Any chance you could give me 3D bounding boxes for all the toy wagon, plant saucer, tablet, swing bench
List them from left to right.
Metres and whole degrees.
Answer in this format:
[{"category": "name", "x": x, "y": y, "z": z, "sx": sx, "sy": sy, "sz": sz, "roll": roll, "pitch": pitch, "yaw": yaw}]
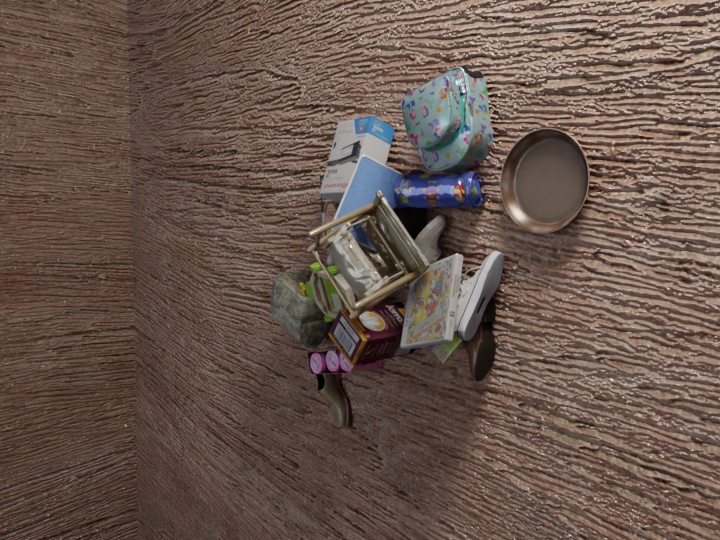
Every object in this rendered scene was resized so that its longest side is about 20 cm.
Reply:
[{"category": "toy wagon", "x": -0.084, "y": 0.055, "z": 1.550, "sx": 0.199, "sy": 0.039, "sz": 0.156, "roll": 13, "pitch": 123, "yaw": 51}, {"category": "swing bench", "x": 0.015, "y": -0.033, "z": 1.364, "sx": 0.200, "sy": 0.199, "sz": 0.130, "roll": 57, "pitch": 167, "yaw": 10}, {"category": "tablet", "x": 0.021, "y": -0.161, "z": 1.463, "sx": 0.201, "sy": 0.130, "sz": 0.014, "roll": -68, "pitch": 13, "yaw": -7}, {"category": "plant saucer", "x": 0.360, "y": -0.173, "z": 1.194, "sx": 0.200, "sy": 0.032, "sz": 0.202, "roll": 9, "pitch": 102, "yaw": 50}]

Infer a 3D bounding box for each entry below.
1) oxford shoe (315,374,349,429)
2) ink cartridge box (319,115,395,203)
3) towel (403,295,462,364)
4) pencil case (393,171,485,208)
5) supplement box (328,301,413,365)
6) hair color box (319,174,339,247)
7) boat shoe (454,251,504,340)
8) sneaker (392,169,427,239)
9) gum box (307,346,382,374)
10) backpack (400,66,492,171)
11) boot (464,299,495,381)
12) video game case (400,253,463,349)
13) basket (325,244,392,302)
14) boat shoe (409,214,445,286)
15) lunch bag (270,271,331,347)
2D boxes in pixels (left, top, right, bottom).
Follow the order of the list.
[{"category": "oxford shoe", "x": -0.089, "y": 0.362, "z": 1.771, "sx": 0.070, "sy": 0.074, "sz": 0.201, "roll": -36, "pitch": 67, "yaw": 46}, {"category": "ink cartridge box", "x": -0.010, "y": -0.273, "z": 1.549, "sx": 0.144, "sy": 0.084, "sz": 0.201, "roll": 6, "pitch": 79, "yaw": 51}, {"category": "towel", "x": 0.177, "y": 0.093, "z": 1.379, "sx": 0.144, "sy": 0.023, "sz": 0.200, "roll": -56, "pitch": 43, "yaw": 22}, {"category": "pencil case", "x": 0.173, "y": -0.178, "z": 1.353, "sx": 0.199, "sy": 0.087, "sz": 0.078, "roll": 3, "pitch": 121, "yaw": 33}, {"category": "supplement box", "x": 0.040, "y": 0.150, "z": 1.490, "sx": 0.110, "sy": 0.199, "sz": 0.086, "roll": 50, "pitch": 129, "yaw": 35}, {"category": "hair color box", "x": -0.056, "y": -0.164, "z": 1.684, "sx": 0.099, "sy": 0.060, "sz": 0.201, "roll": 2, "pitch": 96, "yaw": 50}, {"category": "boat shoe", "x": 0.228, "y": 0.044, "z": 1.292, "sx": 0.086, "sy": 0.075, "sz": 0.203, "roll": 19, "pitch": 79, "yaw": 36}, {"category": "sneaker", "x": 0.106, "y": -0.139, "z": 1.452, "sx": 0.060, "sy": 0.104, "sz": 0.201, "roll": 5, "pitch": 98, "yaw": 51}, {"category": "gum box", "x": -0.041, "y": 0.240, "z": 1.668, "sx": 0.199, "sy": 0.113, "sz": 0.067, "roll": -13, "pitch": 84, "yaw": 50}, {"category": "backpack", "x": 0.187, "y": -0.313, "z": 1.309, "sx": 0.177, "sy": 0.150, "sz": 0.201, "roll": -14, "pitch": 88, "yaw": 49}, {"category": "boot", "x": 0.208, "y": 0.141, "z": 1.389, "sx": 0.199, "sy": 0.064, "sz": 0.188, "roll": 5, "pitch": 85, "yaw": 47}, {"category": "video game case", "x": 0.151, "y": 0.072, "z": 1.326, "sx": 0.200, "sy": 0.023, "sz": 0.183, "roll": 154, "pitch": 129, "yaw": -64}, {"category": "basket", "x": 0.000, "y": 0.000, "z": 1.543, "sx": 0.136, "sy": 0.123, "sz": 0.200, "roll": 50, "pitch": 145, "yaw": 20}, {"category": "boat shoe", "x": 0.152, "y": -0.040, "z": 1.442, "sx": 0.068, "sy": 0.072, "sz": 0.200, "roll": 41, "pitch": 120, "yaw": 14}, {"category": "lunch bag", "x": -0.175, "y": 0.114, "z": 1.799, "sx": 0.200, "sy": 0.139, "sz": 0.169, "roll": 35, "pitch": 119, "yaw": 44}]
